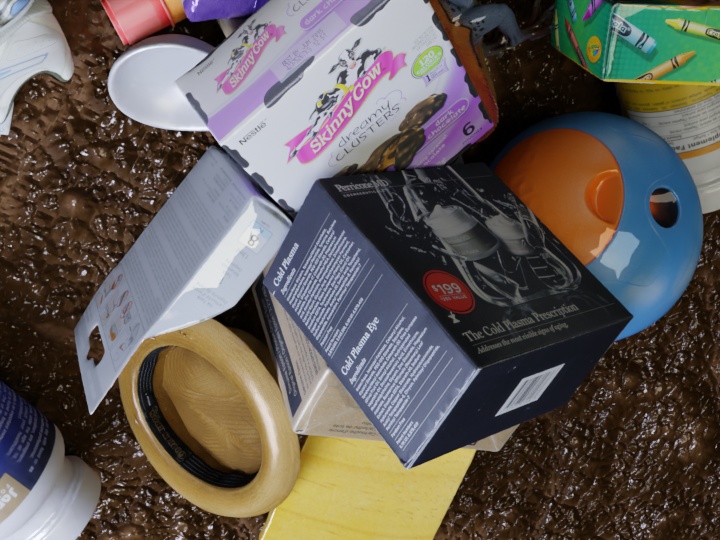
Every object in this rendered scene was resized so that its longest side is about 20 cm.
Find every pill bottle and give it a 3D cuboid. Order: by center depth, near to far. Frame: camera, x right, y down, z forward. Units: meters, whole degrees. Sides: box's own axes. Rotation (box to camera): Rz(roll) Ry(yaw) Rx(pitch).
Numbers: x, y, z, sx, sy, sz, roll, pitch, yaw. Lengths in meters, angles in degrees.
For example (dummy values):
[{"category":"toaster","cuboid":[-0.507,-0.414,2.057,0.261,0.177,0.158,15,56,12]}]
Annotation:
[{"category":"pill bottle","cuboid":[-0.310,0.145,0.831,0.116,0.116,0.200,-43,119,-1]},{"category":"pill bottle","cuboid":[0.294,-0.157,0.955,0.110,0.111,0.201,-28,118,-9]}]

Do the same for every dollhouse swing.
[{"category":"dollhouse swing","cuboid":[0.010,0.189,0.967,0.180,0.176,0.202,22,102,-12]}]

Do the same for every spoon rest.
[{"category":"spoon rest","cuboid":[-0.097,-0.143,0.818,0.198,0.061,0.100,-2,150,-15]}]

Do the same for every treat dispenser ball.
[{"category":"treat dispenser ball","cuboid":[0.196,-0.036,0.912,0.199,0.201,0.203,-8,113,-19]}]

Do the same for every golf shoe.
[{"category":"golf shoe","cuboid":[-0.299,-0.124,0.756,0.199,0.078,0.098,-35,125,-4]}]

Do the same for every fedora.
[{"category":"fedora","cuboid":[-0.116,0.109,0.885,0.082,0.199,0.203,-30,126,-50]}]

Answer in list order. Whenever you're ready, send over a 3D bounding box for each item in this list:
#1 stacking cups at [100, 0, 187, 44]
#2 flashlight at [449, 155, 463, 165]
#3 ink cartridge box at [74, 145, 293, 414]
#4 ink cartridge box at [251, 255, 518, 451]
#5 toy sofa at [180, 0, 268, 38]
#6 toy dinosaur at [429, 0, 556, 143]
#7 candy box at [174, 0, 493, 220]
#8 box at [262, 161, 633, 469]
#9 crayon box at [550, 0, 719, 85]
[{"category":"stacking cups","cuboid":[-0.103,-0.237,0.795,0.199,0.061,0.061,-29,118,-8]},{"category":"flashlight","cuboid":[0.032,-0.151,0.878,0.068,0.068,0.201,-31,120,-13]},{"category":"ink cartridge box","cuboid":[-0.144,0.008,0.817,0.047,0.160,0.201,35,95,-28]},{"category":"ink cartridge box","cuboid":[0.025,0.057,0.856,0.198,0.166,0.076,11,126,-28]},{"category":"toy sofa","cuboid":[-0.050,-0.234,0.722,0.097,0.083,0.201,-5,137,-33]},{"category":"toy dinosaur","cuboid":[0.074,-0.213,0.827,0.180,0.105,0.203,6,94,-39]},{"category":"candy box","cuboid":[-0.010,-0.119,0.756,0.167,0.072,0.200,-40,149,3]},{"category":"box","cuboid":[0.065,0.021,0.769,0.199,0.182,0.105,-11,141,-46]},{"category":"crayon box","cuboid":[0.261,-0.184,0.807,0.197,0.119,0.059,0,114,-10]}]
